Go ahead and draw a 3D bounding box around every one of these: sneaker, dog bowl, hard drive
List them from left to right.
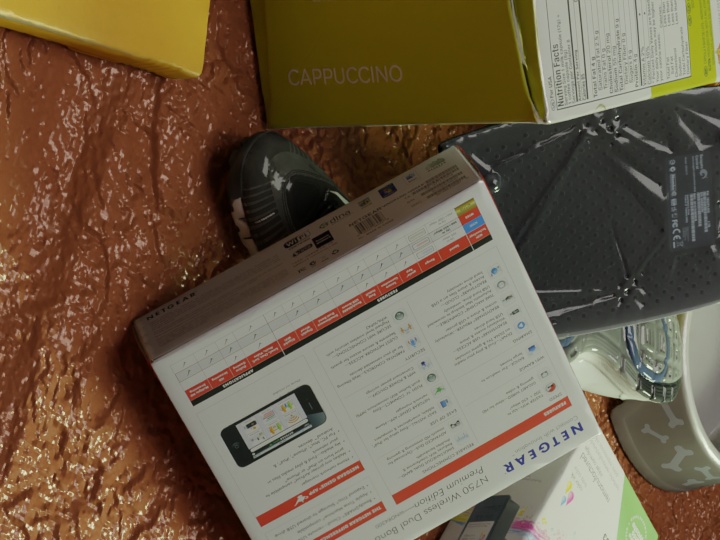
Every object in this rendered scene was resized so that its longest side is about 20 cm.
[{"bbox_3d":[0.000,0.000,1.442,0.067,0.090,0.200,-53,129,-30],"label":"sneaker"},{"bbox_3d":[0.125,0.038,1.601,0.199,0.087,0.075,19,70,-43],"label":"sneaker"},{"bbox_3d":[0.140,-0.036,1.489,0.199,0.042,0.136,-11,109,-16],"label":"hard drive"},{"bbox_3d":[0.242,0.052,1.775,0.200,0.058,0.201,-1,91,-51],"label":"dog bowl"}]

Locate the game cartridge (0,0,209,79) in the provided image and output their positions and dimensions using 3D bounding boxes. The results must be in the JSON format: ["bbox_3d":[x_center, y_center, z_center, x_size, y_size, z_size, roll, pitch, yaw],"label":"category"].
[{"bbox_3d":[-0.145,-0.202,1.314,0.200,0.032,0.177,15,79,-53],"label":"game cartridge"}]

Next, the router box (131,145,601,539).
[{"bbox_3d":[0.006,0.059,1.395,0.199,0.049,0.180,-28,120,-3],"label":"router box"}]

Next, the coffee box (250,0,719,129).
[{"bbox_3d":[0.068,-0.190,1.442,0.197,0.199,0.201,-17,104,-49],"label":"coffee box"}]

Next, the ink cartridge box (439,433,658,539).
[{"bbox_3d":[0.098,0.198,1.588,0.200,0.067,0.117,-58,132,-34],"label":"ink cartridge box"}]

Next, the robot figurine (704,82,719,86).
[{"bbox_3d":[0.158,-0.140,1.557,0.058,0.200,0.145,-18,70,-45],"label":"robot figurine"}]
